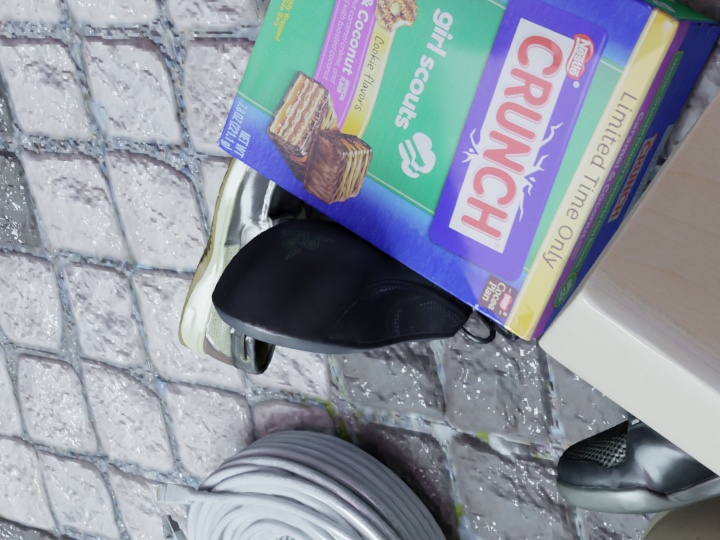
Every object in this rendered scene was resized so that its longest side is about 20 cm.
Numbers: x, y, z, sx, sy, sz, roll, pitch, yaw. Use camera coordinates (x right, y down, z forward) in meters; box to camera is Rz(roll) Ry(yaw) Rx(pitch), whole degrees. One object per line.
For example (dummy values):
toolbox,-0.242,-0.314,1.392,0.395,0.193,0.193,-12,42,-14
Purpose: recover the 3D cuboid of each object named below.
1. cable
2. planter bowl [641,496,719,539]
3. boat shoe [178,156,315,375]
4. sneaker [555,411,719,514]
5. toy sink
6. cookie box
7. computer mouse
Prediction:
cable,-0.025,0.202,1.044,0.199,0.069,0.202,-18,103,43
planter bowl,0.205,0.224,0.819,0.199,0.134,0.202,20,126,30
boat shoe,-0.053,-0.021,0.946,0.066,0.072,0.202,28,126,7
sneaker,0.171,0.055,0.796,0.198,0.076,0.115,-23,97,41
toy sink,0.163,0.014,0.659,0.130,0.112,0.200,35,175,7
cookie box,0.049,-0.091,0.784,0.199,0.075,0.172,32,112,21
computer mouse,0.000,0.000,0.834,0.138,0.199,0.053,23,106,30
